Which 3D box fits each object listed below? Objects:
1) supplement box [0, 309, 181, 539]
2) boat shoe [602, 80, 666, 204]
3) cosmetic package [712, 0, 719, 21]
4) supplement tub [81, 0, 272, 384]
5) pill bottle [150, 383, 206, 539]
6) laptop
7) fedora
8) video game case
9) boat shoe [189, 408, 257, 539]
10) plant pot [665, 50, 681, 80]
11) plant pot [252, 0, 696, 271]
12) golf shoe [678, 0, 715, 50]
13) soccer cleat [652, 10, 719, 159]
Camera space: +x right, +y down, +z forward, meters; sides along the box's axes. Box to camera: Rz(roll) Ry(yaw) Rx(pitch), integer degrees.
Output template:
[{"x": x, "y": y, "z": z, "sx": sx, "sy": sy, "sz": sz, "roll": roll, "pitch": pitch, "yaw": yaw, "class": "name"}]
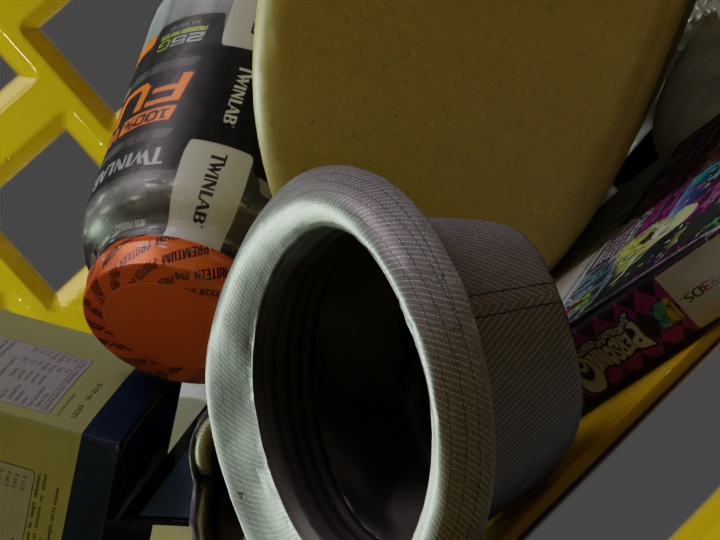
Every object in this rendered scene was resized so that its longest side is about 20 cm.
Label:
[{"x": -0.217, "y": 0.130, "z": 1.213, "sx": 0.134, "sy": 0.198, "sz": 0.201, "roll": -55, "pitch": -20, "yaw": -72, "class": "supplement box"}, {"x": 0.143, "y": -0.067, "z": 1.292, "sx": 0.072, "sy": 0.066, "sz": 0.200, "roll": -47, "pitch": -15, "yaw": -17, "class": "boat shoe"}, {"x": 0.244, "y": -0.161, "z": 1.009, "sx": 0.107, "sy": 0.085, "sz": 0.200, "roll": 4, "pitch": 41, "yaw": 43, "class": "cosmetic package"}, {"x": -0.073, "y": -0.049, "z": 1.220, "sx": 0.122, "sy": 0.122, "sz": 0.201, "roll": -37, "pitch": 30, "yaw": 45, "class": "supplement tub"}, {"x": -0.107, "y": 0.110, "z": 1.447, "sx": 0.114, "sy": 0.114, "sz": 0.200, "roll": -42, "pitch": 5, "yaw": 2, "class": "pill bottle"}, {"x": -0.006, "y": 0.051, "z": 1.195, "sx": 0.200, "sy": 0.103, "sz": 0.177, "roll": -54, "pitch": 1, "yaw": 21, "class": "laptop"}, {"x": 0.022, "y": 0.047, "z": 0.927, "sx": 0.090, "sy": 0.178, "sz": 0.200, "roll": -10, "pitch": -28, "yaw": -29, "class": "fedora"}, {"x": 0.136, "y": -0.012, "z": 1.036, "sx": 0.181, "sy": 0.036, "sz": 0.200, "roll": -39, "pitch": 6, "yaw": 38, "class": "video game case"}, {"x": -0.043, "y": 0.083, "z": 1.062, "sx": 0.073, "sy": 0.065, "sz": 0.201, "roll": -33, "pitch": 34, "yaw": 17, "class": "boat shoe"}, {"x": 0.133, "y": -0.152, "z": 1.462, "sx": 0.200, "sy": 0.175, "sz": 0.200, "roll": -42, "pitch": 6, "yaw": 5, "class": "plant pot"}, {"x": 0.053, "y": -0.099, "z": 1.114, "sx": 0.194, "sy": 0.194, "sz": 0.201, "roll": -50, "pitch": -25, "yaw": -70, "class": "plant pot"}, {"x": 0.227, "y": -0.153, "z": 1.307, "sx": 0.078, "sy": 0.098, "sz": 0.200, "roll": 10, "pitch": 35, "yaw": 38, "class": "golf shoe"}, {"x": 0.222, "y": -0.119, "z": 1.127, "sx": 0.200, "sy": 0.069, "sz": 0.078, "roll": -40, "pitch": 9, "yaw": -1, "class": "soccer cleat"}]
